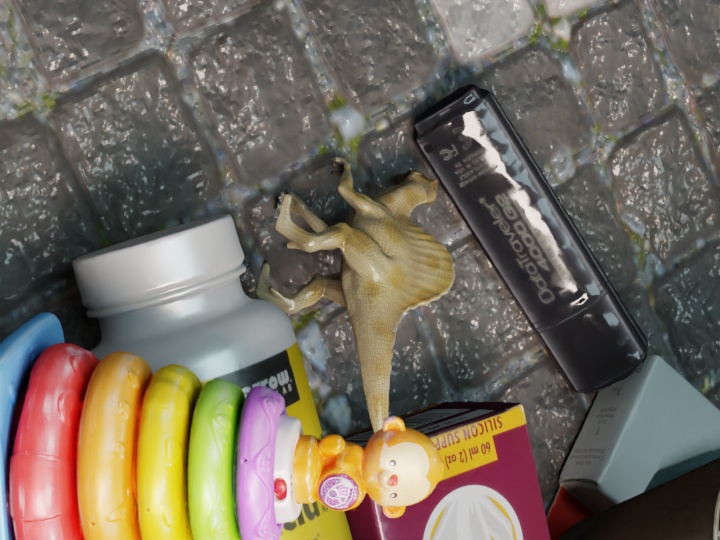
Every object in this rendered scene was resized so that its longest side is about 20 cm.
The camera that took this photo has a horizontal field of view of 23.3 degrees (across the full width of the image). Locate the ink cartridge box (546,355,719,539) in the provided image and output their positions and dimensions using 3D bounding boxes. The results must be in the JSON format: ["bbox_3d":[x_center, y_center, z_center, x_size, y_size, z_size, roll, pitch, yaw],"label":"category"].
[{"bbox_3d":[0.196,0.179,1.062,0.200,0.043,0.175,40,65,-24],"label":"ink cartridge box"}]

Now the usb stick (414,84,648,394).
[{"bbox_3d":[0.100,-0.015,1.013,0.201,0.055,0.033,56,17,-17],"label":"usb stick"}]

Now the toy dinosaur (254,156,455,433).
[{"bbox_3d":[0.000,0.000,0.907,0.100,0.058,0.201,15,48,-6],"label":"toy dinosaur"}]

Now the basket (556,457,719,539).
[{"bbox_3d":[0.188,0.175,0.914,0.136,0.200,0.181,-43,100,-28],"label":"basket"}]

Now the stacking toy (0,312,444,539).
[{"bbox_3d":[-0.063,0.085,0.747,0.197,0.110,0.117,1,104,6],"label":"stacking toy"}]

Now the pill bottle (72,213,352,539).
[{"bbox_3d":[-0.075,0.080,0.852,0.111,0.111,0.202,-20,96,-32],"label":"pill bottle"}]

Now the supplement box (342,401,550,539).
[{"bbox_3d":[0.043,0.182,0.935,0.109,0.085,0.202,-15,95,-33],"label":"supplement box"}]
